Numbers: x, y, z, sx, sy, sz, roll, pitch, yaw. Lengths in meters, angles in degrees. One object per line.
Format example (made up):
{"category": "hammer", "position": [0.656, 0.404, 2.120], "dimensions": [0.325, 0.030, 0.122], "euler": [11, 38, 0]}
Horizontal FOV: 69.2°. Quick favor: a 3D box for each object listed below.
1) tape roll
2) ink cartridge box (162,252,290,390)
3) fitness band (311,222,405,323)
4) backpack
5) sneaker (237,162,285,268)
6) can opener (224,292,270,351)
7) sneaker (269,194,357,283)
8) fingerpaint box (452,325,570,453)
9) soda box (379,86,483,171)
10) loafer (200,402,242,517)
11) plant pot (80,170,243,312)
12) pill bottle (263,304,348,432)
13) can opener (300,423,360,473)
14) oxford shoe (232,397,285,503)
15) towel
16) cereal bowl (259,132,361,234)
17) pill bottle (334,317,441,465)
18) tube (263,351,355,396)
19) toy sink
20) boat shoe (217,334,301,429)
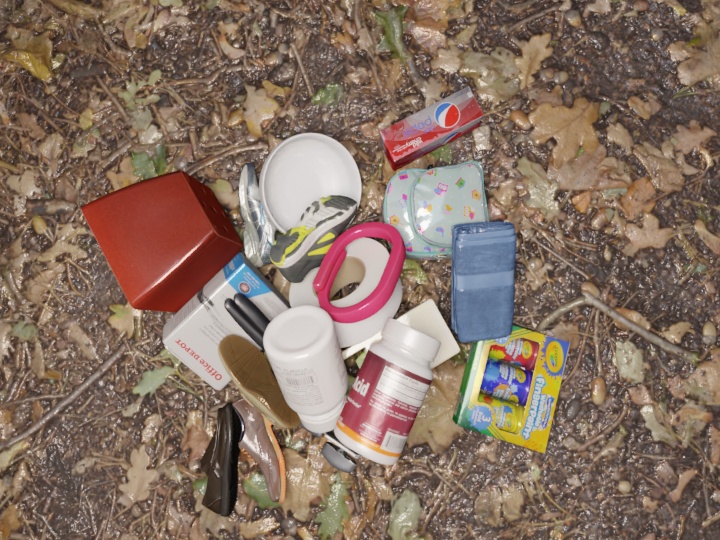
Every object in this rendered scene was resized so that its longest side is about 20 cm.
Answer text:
{"category": "tape roll", "position": [-0.027, 0.035, 0.938], "dimensions": [0.198, 0.071, 0.205], "euler": [-16, 43, 15]}
{"category": "ink cartridge box", "position": [-0.242, 0.093, 0.962], "dimensions": [0.200, 0.084, 0.146], "euler": [-43, 116, -3]}
{"category": "fitness band", "position": [0.000, 0.000, 0.881], "dimensions": [0.141, 0.038, 0.203], "euler": [3, 51, 27]}
{"category": "backpack", "position": [0.135, -0.107, 0.965], "dimensions": [0.195, 0.153, 0.180], "euler": [-6, 89, 5]}
{"category": "sneaker", "position": [-0.193, -0.110, 1.024], "dimensions": [0.084, 0.078, 0.205], "euler": [-8, 91, -11]}
{"category": "can opener", "position": [-0.164, 0.116, 0.926], "dimensions": [0.063, 0.079, 0.200], "euler": [-35, 115, 27]}
{"category": "sneaker", "position": [-0.080, -0.059, 0.945], "dimensions": [0.199, 0.086, 0.074], "euler": [-41, 52, -22]}
{"category": "fingerpaint box", "position": [0.276, 0.206, 0.964], "dimensions": [0.163, 0.073, 0.205], "euler": [16, 85, 4]}
{"category": "soda box", "position": [0.137, -0.276, 1.024], "dimensions": [0.197, 0.063, 0.071], "euler": [-27, 83, 0]}
{"category": "loafer", "position": [-0.266, 0.350, 0.969], "dimensions": [0.069, 0.073, 0.205], "euler": [3, 83, 3]}
{"category": "plant pot", "position": [-0.331, -0.060, 0.938], "dimensions": [0.174, 0.200, 0.202], "euler": [-33, 81, 4]}
{"category": "pill bottle", "position": [-0.079, 0.167, 0.849], "dimensions": [0.111, 0.116, 0.203], "euler": [-7, 128, 6]}
{"category": "can opener", "position": [-0.088, 0.305, 0.978], "dimensions": [0.197, 0.053, 0.068], "euler": [31, 87, 6]}
{"category": "oxford shoe", "position": [-0.187, 0.330, 0.961], "dimensions": [0.071, 0.071, 0.204], "euler": [-11, 75, -25]}
{"category": "towel", "position": [0.211, 0.019, 0.896], "dimensions": [0.109, 0.049, 0.205], "euler": [-4, 107, -1]}
{"category": "cereal bowl", "position": [-0.101, -0.156, 0.993], "dimensions": [0.196, 0.083, 0.205], "euler": [-4, 99, -25]}
{"category": "pill bottle", "position": [0.046, 0.187, 0.826], "dimensions": [0.112, 0.114, 0.204], "euler": [24, 86, 4]}
{"category": "tube", "position": [-0.095, 0.202, 0.995], "dimensions": [0.197, 0.052, 0.059], "euler": [28, 121, 1]}
{"category": "toy sink", "position": [0.067, 0.152, 0.950], "dimensions": [0.197, 0.130, 0.114], "euler": [-30, 84, -2]}
{"category": "boat shoe", "position": [-0.186, 0.205, 0.924], "dimensions": [0.201, 0.064, 0.071], "euler": [51, 48, -3]}
